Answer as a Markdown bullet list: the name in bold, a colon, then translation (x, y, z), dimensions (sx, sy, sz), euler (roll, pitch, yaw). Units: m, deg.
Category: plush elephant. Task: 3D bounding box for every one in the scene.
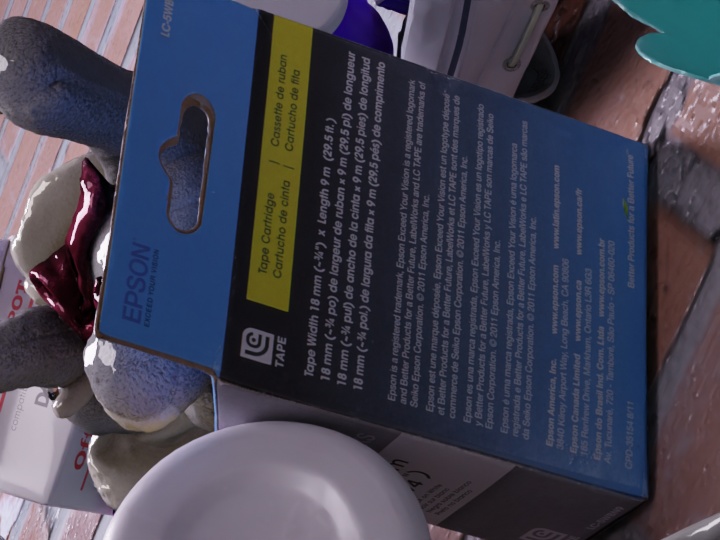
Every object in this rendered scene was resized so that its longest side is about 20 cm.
- **plush elephant**: translation (-0.092, 0.012, 0.849), dimensions (0.155, 0.200, 0.165), euler (-39, 70, 30)

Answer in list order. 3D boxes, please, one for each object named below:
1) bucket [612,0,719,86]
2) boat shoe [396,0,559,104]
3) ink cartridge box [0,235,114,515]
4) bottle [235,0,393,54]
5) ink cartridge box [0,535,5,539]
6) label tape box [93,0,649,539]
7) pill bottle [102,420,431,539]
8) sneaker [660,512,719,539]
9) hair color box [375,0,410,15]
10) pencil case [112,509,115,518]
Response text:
- **bucket**: translation (0.164, -0.115, 0.514), dimensions (0.207, 0.135, 0.208), euler (-52, 28, 44)
- **boat shoe**: translation (0.046, -0.077, 0.878), dimensions (0.200, 0.067, 0.074), euler (99, 179, -69)
- **ink cartridge box**: translation (-0.126, 0.054, 1.034), dimensions (0.067, 0.200, 0.117), euler (14, 87, 27)
- **bottle**: translation (-0.027, -0.089, 0.955), dimensions (0.200, 0.083, 0.065), euler (82, -164, -76)
- **ink cartridge box**: translation (-0.134, 0.163, 0.877), dimensions (0.041, 0.200, 0.200), euler (-50, -4, -1)
- **label tape box**: translation (0.000, 0.000, 0.744), dimensions (0.063, 0.200, 0.145), euler (-43, 35, 52)
- **pill bottle**: translation (-0.019, 0.145, 0.724), dimensions (0.200, 0.104, 0.104), euler (79, -172, -51)
- **sneaker**: translation (0.037, 0.117, 0.568), dimensions (0.073, 0.200, 0.071), euler (30, 141, 58)
- **hair color box**: translation (0.080, -0.179, 0.876), dimensions (0.200, 0.065, 0.110), euler (-28, 49, 59)
- **pencil case**: translation (-0.049, 0.121, 0.936), dimensions (0.092, 0.085, 0.200), euler (-35, 18, -10)
